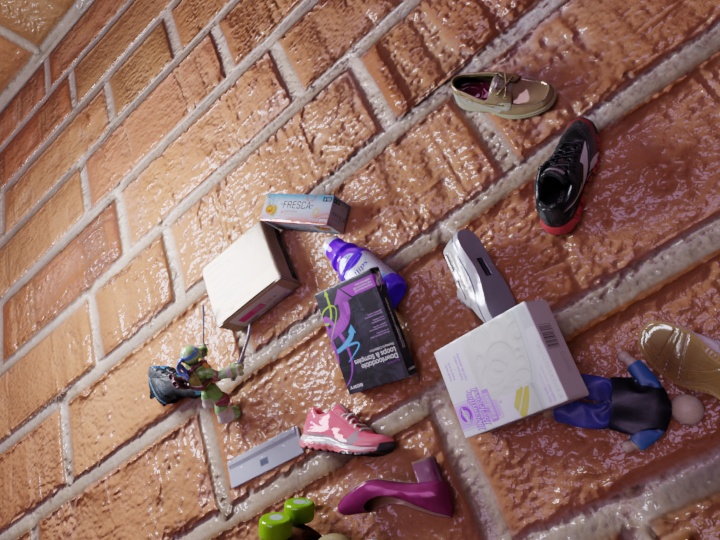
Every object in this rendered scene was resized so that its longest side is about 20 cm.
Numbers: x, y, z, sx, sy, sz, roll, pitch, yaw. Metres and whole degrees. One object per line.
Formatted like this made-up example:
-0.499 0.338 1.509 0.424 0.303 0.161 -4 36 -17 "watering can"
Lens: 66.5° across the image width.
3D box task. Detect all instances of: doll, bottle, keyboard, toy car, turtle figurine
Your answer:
0.363 0.181 0.767 0.199 0.048 0.137 0 75 35 "doll"
0.000 0.000 1.066 0.200 0.065 0.084 42 104 36 "bottle"
-0.195 0.379 1.109 0.200 0.011 0.056 -32 64 22 "keyboard"
-0.058 0.488 0.900 0.199 0.158 0.165 0 86 22 "toy car"
-0.293 0.206 1.153 0.143 0.195 0.200 3 35 13 "turtle figurine"

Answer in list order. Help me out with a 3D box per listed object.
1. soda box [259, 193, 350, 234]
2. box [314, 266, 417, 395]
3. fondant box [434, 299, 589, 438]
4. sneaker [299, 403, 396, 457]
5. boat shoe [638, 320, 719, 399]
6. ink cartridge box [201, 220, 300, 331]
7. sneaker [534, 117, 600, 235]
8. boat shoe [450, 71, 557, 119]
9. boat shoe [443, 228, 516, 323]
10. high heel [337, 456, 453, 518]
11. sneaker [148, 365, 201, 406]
-0.123 -0.125 1.195 0.199 0.063 0.069 8 79 35 "soda box"
0.006 0.112 0.993 0.143 0.036 0.201 -26 82 35 "box"
0.216 0.151 0.820 0.200 0.058 0.145 -41 60 45 "fondant box"
-0.028 0.284 0.984 0.199 0.074 0.087 -5 70 33 "sneaker"
0.460 0.128 0.711 0.200 0.069 0.071 41 120 56 "boat shoe"
-0.248 0.015 1.226 0.200 0.075 0.165 -36 59 19 "ink cartridge box"
0.330 -0.162 0.877 0.071 0.098 0.201 13 81 38 "sneaker"
0.254 -0.326 1.003 0.199 0.066 0.074 13 82 37 "boat shoe"
0.196 0.030 0.929 0.070 0.071 0.201 -50 57 48 "boat shoe"
0.052 0.385 0.895 0.200 0.067 0.096 -33 48 18 "high heel"
-0.424 0.275 1.270 0.199 0.073 0.082 4 88 43 "sneaker"
